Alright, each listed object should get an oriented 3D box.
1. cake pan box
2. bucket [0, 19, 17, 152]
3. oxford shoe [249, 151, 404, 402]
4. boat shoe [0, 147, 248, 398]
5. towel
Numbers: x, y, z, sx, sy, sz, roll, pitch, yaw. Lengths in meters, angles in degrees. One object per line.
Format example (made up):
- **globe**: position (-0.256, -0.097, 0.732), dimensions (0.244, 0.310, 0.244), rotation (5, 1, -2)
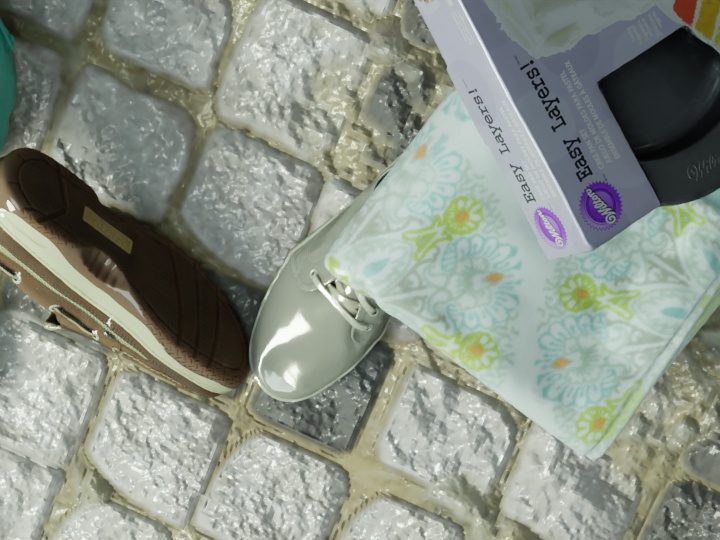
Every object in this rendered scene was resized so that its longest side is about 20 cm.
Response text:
- **cake pan box**: position (0.135, -0.129, 1.246), dimensions (0.184, 0.052, 0.201), rotation (-31, 99, -22)
- **bucket**: position (-0.296, -0.107, 1.313), dimensions (0.205, 0.135, 0.209), rotation (0, 90, -8)
- **oxford shoe**: position (0.000, 0.000, 1.361), dimensions (0.075, 0.058, 0.200), rotation (41, 110, -4)
- **boat shoe**: position (-0.154, 0.009, 1.375), dimensions (0.075, 0.075, 0.202), rotation (-29, 119, 34)
- **towel**: position (0.107, -0.014, 1.301), dimensions (0.200, 0.048, 0.172), rotation (37, 92, -14)
